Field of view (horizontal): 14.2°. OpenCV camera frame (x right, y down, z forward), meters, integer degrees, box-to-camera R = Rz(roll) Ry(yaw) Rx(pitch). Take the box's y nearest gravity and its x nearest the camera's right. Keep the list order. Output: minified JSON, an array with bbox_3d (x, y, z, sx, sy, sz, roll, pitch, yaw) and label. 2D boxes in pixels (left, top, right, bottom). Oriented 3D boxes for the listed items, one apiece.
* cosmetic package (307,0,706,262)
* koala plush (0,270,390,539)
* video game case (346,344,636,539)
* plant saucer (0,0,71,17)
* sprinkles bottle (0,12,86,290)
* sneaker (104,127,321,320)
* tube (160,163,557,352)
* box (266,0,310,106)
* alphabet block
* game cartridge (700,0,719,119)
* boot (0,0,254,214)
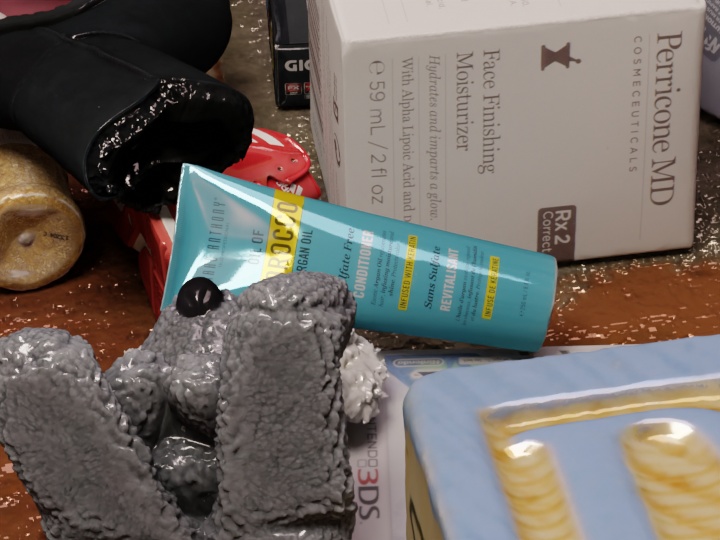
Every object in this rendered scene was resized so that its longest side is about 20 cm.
[{"bbox_3d":[0.077,-0.113,1.613,0.199,0.166,0.165,-6,38,-5],"label":"cosmetic package"},{"bbox_3d":[-0.072,0.078,1.400,0.176,0.185,0.200,-12,16,6],"label":"koala plush"},{"bbox_3d":[0.086,0.101,1.450,0.199,0.022,0.183,-1,38,-1],"label":"video game case"},{"bbox_3d":[-0.219,-0.193,1.783,0.199,0.051,0.201,-3,19,1],"label":"plant saucer"},{"bbox_3d":[-0.207,-0.072,1.644,0.068,0.069,0.200,-10,39,-12],"label":"sprinkles bottle"},{"bbox_3d":[-0.067,-0.027,1.577,0.115,0.079,0.200,-14,40,-14],"label":"sneaker"},{"bbox_3d":[0.000,0.000,1.492,0.199,0.050,0.078,10,75,-6],"label":"tube"},{"bbox_3d":[0.020,-0.176,1.794,0.158,0.046,0.200,-2,37,-3],"label":"box"},{"bbox_3d":[0.127,0.166,1.219,0.195,0.201,0.196,-6,38,-6],"label":"alphabet block"},{"bbox_3d":[0.181,-0.190,1.703,0.200,0.133,0.040,47,38,10],"label":"game cartridge"},{"bbox_3d":[-0.109,-0.098,1.569,0.199,0.077,0.168,-18,33,-38],"label":"boot"}]
